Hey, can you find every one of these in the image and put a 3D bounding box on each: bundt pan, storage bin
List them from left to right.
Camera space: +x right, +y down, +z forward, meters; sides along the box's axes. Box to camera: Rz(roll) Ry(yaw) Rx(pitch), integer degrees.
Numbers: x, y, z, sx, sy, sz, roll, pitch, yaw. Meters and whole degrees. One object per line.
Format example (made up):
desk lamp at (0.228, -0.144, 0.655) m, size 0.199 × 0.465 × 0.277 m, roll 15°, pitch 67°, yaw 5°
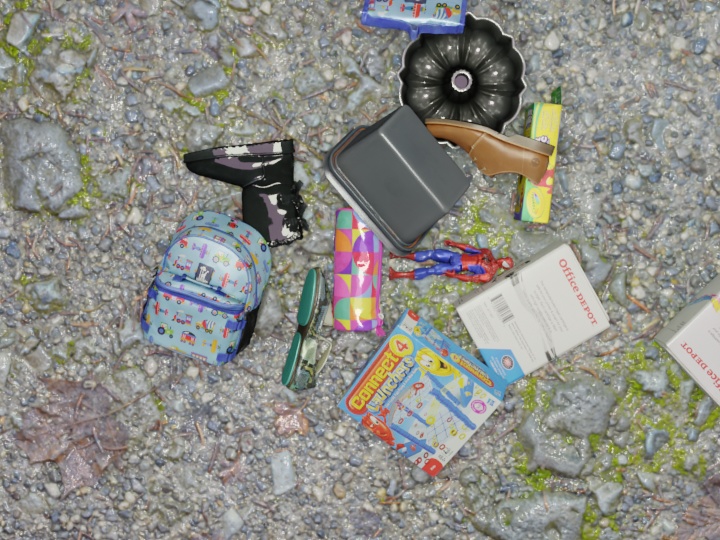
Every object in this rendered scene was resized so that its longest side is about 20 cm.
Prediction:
storage bin at (0.069, -0.148, 1.348) m, size 0.201 × 0.134 × 0.146 m, roll 49°, pitch 53°, yaw -9°
bundt pan at (0.155, -0.288, 1.385) m, size 0.198 × 0.076 × 0.206 m, roll 0°, pitch 94°, yaw 4°

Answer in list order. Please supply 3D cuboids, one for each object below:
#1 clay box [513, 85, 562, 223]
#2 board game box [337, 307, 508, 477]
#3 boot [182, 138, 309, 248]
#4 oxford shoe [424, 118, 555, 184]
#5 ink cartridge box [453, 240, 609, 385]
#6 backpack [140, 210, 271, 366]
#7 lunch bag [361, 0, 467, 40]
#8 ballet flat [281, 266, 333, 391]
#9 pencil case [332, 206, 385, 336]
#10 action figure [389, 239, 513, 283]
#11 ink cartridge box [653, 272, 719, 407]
clay box at (0.271, -0.176, 1.368) m, size 0.047 × 0.115 × 0.204 m, roll 5°, pitch 94°, yaw 4°
board game box at (0.094, 0.194, 1.398) m, size 0.194 × 0.056 × 0.201 m, roll 35°, pitch 123°, yaw 1°
boot at (-0.180, -0.118, 1.427) m, size 0.194 × 0.073 × 0.166 m, roll -5°, pitch 100°, yaw 6°
oxford shoe at (0.179, -0.177, 1.307) m, size 0.197 × 0.071 × 0.073 m, roll 21°, pitch 104°, yaw 20°
ink cartridge box at (0.266, 0.067, 1.404) m, size 0.198 × 0.084 × 0.148 m, roll -30°, pitch 93°, yaw 5°
backpack at (-0.235, 0.020, 1.387) m, size 0.180 × 0.135 × 0.203 m, roll 23°, pitch 111°, yaw 2°
lunch bag at (0.084, -0.411, 1.322) m, size 0.147 × 0.095 × 0.203 m, roll 7°, pitch 56°, yaw 3°
ballet flat at (-0.074, 0.096, 1.444) m, size 0.073 × 0.074 × 0.204 m, roll 16°, pitch 97°, yaw 2°
pencil case at (0.000, 0.000, 1.415) m, size 0.086 × 0.088 × 0.204 m, roll -1°, pitch 94°, yaw 3°
action figure at (0.144, -0.012, 1.418) m, size 0.196 × 0.052 × 0.067 m, roll 1°, pitch 60°, yaw 2°
ink cartridge box at (0.579, 0.093, 1.387) m, size 0.200 × 0.084 × 0.145 m, roll -45°, pitch 91°, yaw 5°
